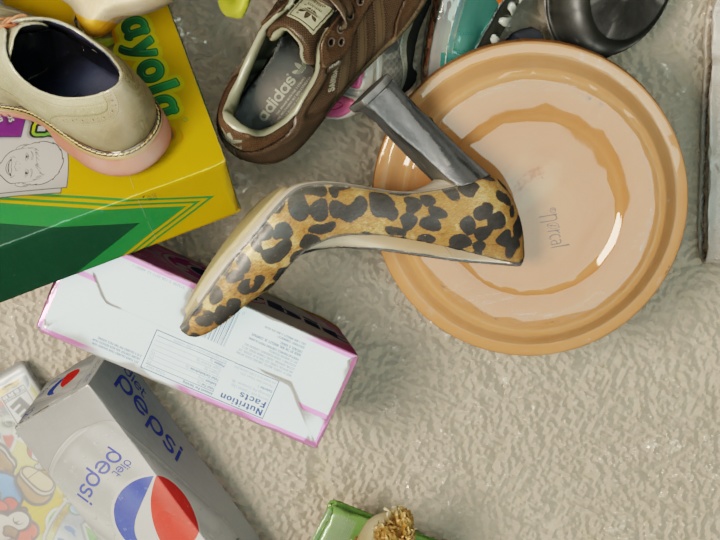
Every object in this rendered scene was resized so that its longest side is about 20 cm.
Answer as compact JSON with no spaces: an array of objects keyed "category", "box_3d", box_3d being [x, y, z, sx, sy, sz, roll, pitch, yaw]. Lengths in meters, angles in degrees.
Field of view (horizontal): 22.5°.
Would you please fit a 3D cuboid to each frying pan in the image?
[{"category":"frying pan","box_3d":[0.142,-0.200,1.134,0.190,0.031,0.115,28,93,-47]}]

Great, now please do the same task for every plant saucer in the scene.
[{"category":"plant saucer","box_3d":[0.106,-0.043,1.135,0.199,0.032,0.201,1,102,2]}]

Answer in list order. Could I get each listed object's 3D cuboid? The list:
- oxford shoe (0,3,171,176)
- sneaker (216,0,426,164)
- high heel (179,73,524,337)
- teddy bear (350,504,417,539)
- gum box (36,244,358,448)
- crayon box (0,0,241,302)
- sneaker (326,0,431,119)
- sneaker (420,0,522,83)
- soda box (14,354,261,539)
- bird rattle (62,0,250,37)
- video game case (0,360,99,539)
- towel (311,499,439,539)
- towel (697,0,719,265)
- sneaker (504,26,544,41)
[{"category":"oxford shoe","box_3d":[-0.194,-0.127,1.029,0.199,0.074,0.071,25,65,23]},{"category":"sneaker","box_3d":[-0.014,-0.147,1.054,0.070,0.076,0.201,32,95,7]},{"category":"high heel","box_3d":[0.000,0.000,1.079,0.143,0.071,0.200,45,83,-10]},{"category":"teddy bear","box_3d":[0.027,0.247,1.160,0.066,0.145,0.201,1,105,26]},{"category":"gum box","box_3d":[-0.098,0.038,1.146,0.199,0.114,0.066,24,95,-9]},{"category":"crayon box","box_3d":[-0.183,-0.095,1.086,0.172,0.058,0.201,-21,57,-2]},{"category":"sneaker","box_3d":[0.000,-0.194,1.143,0.073,0.087,0.201,-5,88,34]},{"category":"sneaker","box_3d":[0.096,-0.200,1.156,0.080,0.071,0.201,17,95,-5]},{"category":"soda box","box_3d":[-0.133,0.151,1.169,0.063,0.068,0.200,-30,104,18]},{"category":"bird rattle","box_3d":[-0.127,-0.221,1.001,0.163,0.113,0.200,-32,99,15]},{"category":"video game case","box_3d":[-0.261,0.186,1.196,0.199,0.023,0.183,-30,101,-2]},{"category":"towel","box_3d":[-0.009,0.263,1.218,0.149,0.031,0.201,24,93,-33]},{"category":"towel","box_3d":[0.294,-0.104,1.212,0.132,0.034,0.201,-1,99,-6]},{"category":"sneaker","box_3d":[0.086,-0.057,1.176,0.082,0.070,0.201,-1,97,-11]}]
